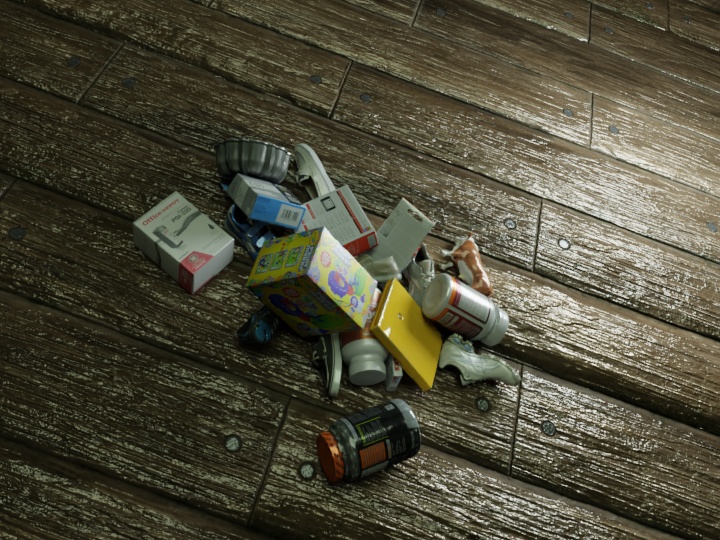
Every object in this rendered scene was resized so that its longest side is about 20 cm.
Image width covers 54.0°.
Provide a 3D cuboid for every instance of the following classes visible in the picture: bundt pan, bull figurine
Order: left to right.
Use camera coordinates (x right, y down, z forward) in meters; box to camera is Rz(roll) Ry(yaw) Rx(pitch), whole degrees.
[{"bbox_3d":[-0.272,-0.261,1.769,0.195,0.202,0.078,7,81,-10],"label":"bundt pan"},{"bbox_3d":[0.269,-0.011,1.812,0.118,0.066,0.204,-11,57,-18],"label":"bull figurine"}]

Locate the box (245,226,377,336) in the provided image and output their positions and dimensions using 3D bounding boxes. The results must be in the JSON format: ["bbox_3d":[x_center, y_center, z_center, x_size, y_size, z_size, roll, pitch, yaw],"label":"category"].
[{"bbox_3d":[-0.102,0.029,1.510,0.200,0.189,0.125,45,50,-35],"label":"box"}]

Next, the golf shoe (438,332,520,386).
[{"bbox_3d":[0.272,0.235,1.644,0.196,0.079,0.099,27,70,10],"label":"golf shoe"}]

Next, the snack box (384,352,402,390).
[{"bbox_3d":[0.067,0.167,1.621,0.024,0.073,0.205,4,54,-12],"label":"snack box"}]

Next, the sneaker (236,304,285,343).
[{"bbox_3d":[-0.199,0.097,1.591,0.199,0.080,0.075,-37,111,-49],"label":"sneaker"}]

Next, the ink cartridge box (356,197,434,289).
[{"bbox_3d":[0.085,-0.063,1.723,0.108,0.050,0.202,38,98,8],"label":"ink cartridge box"}]

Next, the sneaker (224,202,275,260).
[{"bbox_3d":[-0.252,-0.087,1.708,0.198,0.083,0.074,38,52,11],"label":"sneaker"}]

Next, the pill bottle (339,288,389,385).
[{"bbox_3d":[0.007,0.146,1.590,0.109,0.113,0.205,2,59,-14],"label":"pill bottle"}]

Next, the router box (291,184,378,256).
[{"bbox_3d":[-0.073,-0.104,1.726,0.175,0.050,0.202,-23,46,-6],"label":"router box"}]

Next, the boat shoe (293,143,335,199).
[{"bbox_3d":[-0.137,-0.250,1.869,0.068,0.071,0.203,-19,69,-30],"label":"boat shoe"}]

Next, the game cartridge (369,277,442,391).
[{"bbox_3d":[0.108,0.144,1.602,0.201,0.032,0.178,51,34,-19],"label":"game cartridge"}]

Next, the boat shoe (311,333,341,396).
[{"bbox_3d":[-0.079,0.189,1.571,0.062,0.072,0.204,5,46,-13],"label":"boat shoe"}]

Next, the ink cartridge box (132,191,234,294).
[{"bbox_3d":[-0.412,-0.068,1.649,0.198,0.086,0.146,36,53,14],"label":"ink cartridge box"}]

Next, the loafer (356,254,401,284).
[{"bbox_3d":[0.000,0.000,1.662,0.194,0.075,0.072,-4,84,-18],"label":"loafer"}]

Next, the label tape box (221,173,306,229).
[{"bbox_3d":[-0.238,-0.181,1.719,0.140,0.067,0.200,12,23,-38],"label":"label tape box"}]

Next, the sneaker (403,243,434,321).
[{"bbox_3d":[0.154,0.026,1.734,0.073,0.093,0.204,-5,58,-20],"label":"sneaker"}]

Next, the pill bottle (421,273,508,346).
[{"bbox_3d":[0.249,0.097,1.670,0.197,0.109,0.112,28,48,-23],"label":"pill bottle"}]

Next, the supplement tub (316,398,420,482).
[{"bbox_3d":[0.016,0.350,1.444,0.195,0.124,0.124,-14,59,-24],"label":"supplement tub"}]
